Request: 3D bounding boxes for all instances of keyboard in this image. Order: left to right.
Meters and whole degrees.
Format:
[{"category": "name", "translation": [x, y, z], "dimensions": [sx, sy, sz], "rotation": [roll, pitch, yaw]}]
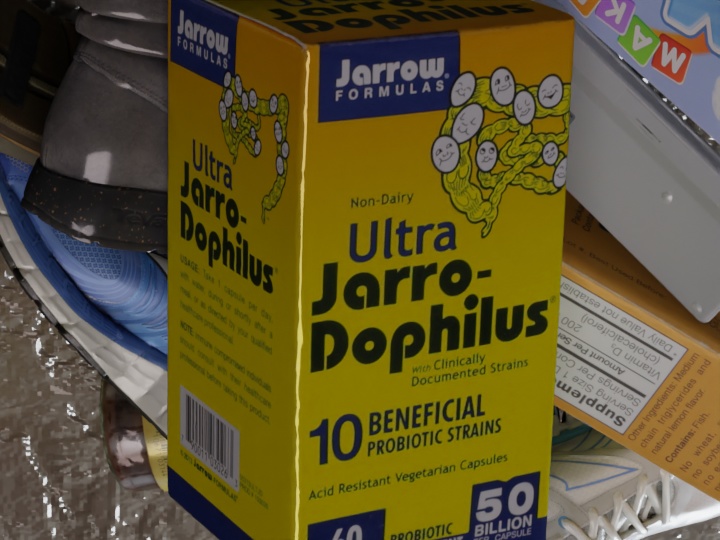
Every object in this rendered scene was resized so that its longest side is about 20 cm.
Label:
[{"category": "keyboard", "translation": [0.074, -0.067, 0.851], "dimensions": [0.200, 0.011, 0.056], "rotation": [45, 132, 7]}]

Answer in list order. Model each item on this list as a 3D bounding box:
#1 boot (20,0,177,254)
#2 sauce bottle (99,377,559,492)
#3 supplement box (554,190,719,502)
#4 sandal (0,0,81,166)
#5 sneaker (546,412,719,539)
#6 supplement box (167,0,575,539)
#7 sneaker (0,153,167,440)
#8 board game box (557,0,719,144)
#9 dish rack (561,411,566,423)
[{"category": "boot", "translation": [-0.030, -0.071, 0.872], "dimensions": [0.199, 0.070, 0.132], "rotation": [4, 107, -44]}, {"category": "sauce bottle", "translation": [-0.012, 0.060, 1.002], "dimensions": [0.199, 0.065, 0.065], "rotation": [-4, 133, 8]}, {"category": "supplement box", "translation": [0.134, 0.037, 0.895], "dimensions": [0.200, 0.067, 0.069], "rotation": [32, 125, -4]}, {"category": "sandal", "translation": [-0.156, -0.085, 0.873], "dimensions": [0.054, 0.081, 0.200], "rotation": [-20, 136, 40]}, {"category": "sneaker", "translation": [0.088, 0.102, 0.948], "dimensions": [0.199, 0.087, 0.075], "rotation": [-9, 129, 2]}, {"category": "supplement box", "translation": [0.000, 0.000, 0.815], "dimensions": [0.108, 0.109, 0.201], "rotation": [-9, 111, -28]}, {"category": "sneaker", "translation": [-0.079, 0.011, 0.946], "dimensions": [0.200, 0.079, 0.089], "rotation": [45, 83, -8]}, {"category": "board game box", "translation": [0.125, -0.158, 0.756], "dimensions": [0.151, 0.037, 0.200], "rotation": [44, 134, 21]}, {"category": "dish rack", "translation": [0.192, 0.046, 0.992], "dimensions": [0.199, 0.055, 0.154], "rotation": [9, 133, -7]}]
